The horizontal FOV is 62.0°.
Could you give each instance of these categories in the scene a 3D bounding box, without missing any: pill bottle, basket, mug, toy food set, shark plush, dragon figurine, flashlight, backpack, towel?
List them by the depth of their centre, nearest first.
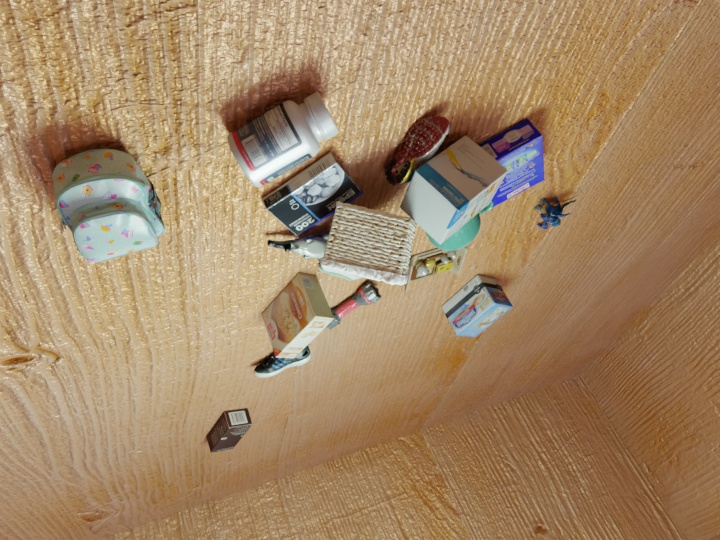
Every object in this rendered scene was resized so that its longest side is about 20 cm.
[{"bbox_3d":[-0.476,-0.122,1.130,0.175,0.154,0.201,-15,141,-8],"label":"backpack"},{"bbox_3d":[-0.149,-0.263,1.185,0.199,0.120,0.120,-28,149,4],"label":"pill bottle"},{"bbox_3d":[0.030,-0.061,1.453,0.199,0.162,0.198,14,-178,9],"label":"basket"},{"bbox_3d":[-0.145,-0.054,1.543,0.199,0.083,0.092,-12,109,-32],"label":"shark plush"},{"bbox_3d":[0.247,-0.159,1.612,0.186,0.152,0.114,-54,146,-9],"label":"mug"},{"bbox_3d":[0.000,0.000,1.669,0.199,0.031,0.149,-4,167,41],"label":"towel"},{"bbox_3d":[-0.030,0.115,1.884,0.199,0.068,0.068,-35,149,13],"label":"flashlight"},{"bbox_3d":[0.617,-0.178,1.892,0.199,0.100,0.059,-5,144,-31],"label":"dragon figurine"},{"bbox_3d":[0.237,-0.004,1.911,0.199,0.061,0.144,-16,147,-15],"label":"toy food set"}]

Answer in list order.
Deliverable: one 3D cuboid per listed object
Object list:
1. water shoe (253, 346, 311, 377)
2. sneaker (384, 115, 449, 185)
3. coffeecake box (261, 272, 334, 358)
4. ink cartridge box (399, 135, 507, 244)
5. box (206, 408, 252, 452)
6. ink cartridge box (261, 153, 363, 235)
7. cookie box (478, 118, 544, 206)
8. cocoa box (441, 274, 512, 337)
[{"bbox_3d":[-0.265,0.287,1.989,0.199,0.072,0.079,-19,121,-9],"label":"water shoe"},{"bbox_3d":[0.140,-0.286,1.422,0.082,0.078,0.200,-11,152,-50],"label":"sneaker"},{"bbox_3d":[-0.183,0.131,1.712,0.073,0.154,0.200,12,133,-44],"label":"coffeecake box"},{"bbox_3d":[0.227,-0.198,1.462,0.200,0.145,0.148,-38,163,-28],"label":"ink cartridge box"},{"bbox_3d":[-0.499,0.606,2.270,0.100,0.075,0.200,1,141,-38],"label":"box"},{"bbox_3d":[-0.102,-0.167,1.437,0.197,0.044,0.200,-32,150,10],"label":"ink cartridge box"},{"bbox_3d":[0.396,-0.280,1.600,0.170,0.076,0.200,-28,149,3],"label":"cookie box"},{"bbox_3d":[0.423,0.133,2.182,0.133,0.132,0.200,12,133,-46],"label":"cocoa box"}]
